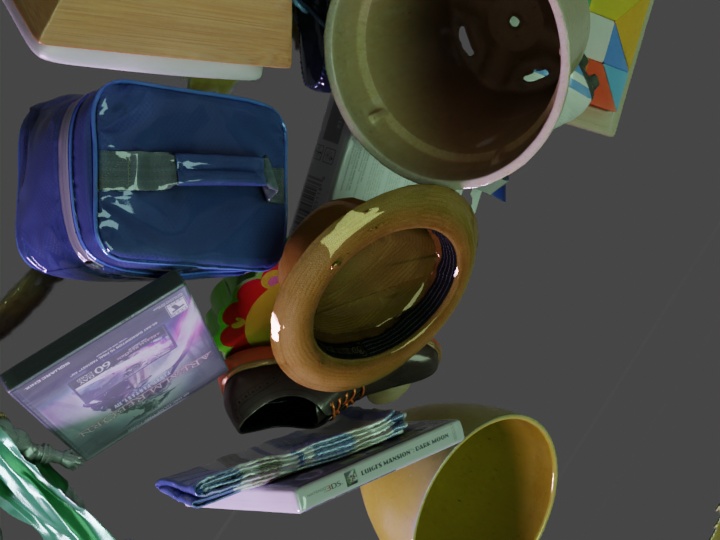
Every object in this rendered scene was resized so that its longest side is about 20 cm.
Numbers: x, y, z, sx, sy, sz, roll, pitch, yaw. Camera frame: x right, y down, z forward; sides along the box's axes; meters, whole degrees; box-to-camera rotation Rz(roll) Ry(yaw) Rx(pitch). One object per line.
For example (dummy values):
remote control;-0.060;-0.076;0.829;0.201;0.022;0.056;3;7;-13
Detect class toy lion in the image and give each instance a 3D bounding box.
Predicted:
toy lion;-0.043;0.047;1.097;0.189;0.069;0.202;-12;136;-18

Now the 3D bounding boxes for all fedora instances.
fedora;0.000;0.000;0.974;0.199;0.082;0.203;-25;137;-26

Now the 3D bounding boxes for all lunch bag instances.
lunch bag;-0.141;-0.061;0.920;0.198;0.131;0.138;0;88;-42

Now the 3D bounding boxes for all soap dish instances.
soap dish;-0.153;-0.210;0.855;0.198;0.158;0.082;-2;136;-41

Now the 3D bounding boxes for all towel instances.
towel;-0.070;0.156;1.066;0.198;0.147;0.024;-17;91;-21

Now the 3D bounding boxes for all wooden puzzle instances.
wooden puzzle;0.235;-0.243;1.272;0.198;0.037;0.188;7;101;-43

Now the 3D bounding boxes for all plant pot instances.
plant pot;0.099;-0.187;0.995;0.183;0.198;0.203;-35;131;-57
plant pot;0.079;0.214;1.239;0.198;0.141;0.203;-16;116;-36

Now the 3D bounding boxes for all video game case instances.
video game case;-0.179;0.078;0.947;0.142;0.019;0.200;-32;159;-9
video game case;-0.036;0.169;1.087;0.180;0.199;0.024;-18;93;-36

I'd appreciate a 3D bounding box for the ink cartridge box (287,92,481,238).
ink cartridge box;0.035;-0.082;1.156;0.199;0.050;0.164;10;99;-49

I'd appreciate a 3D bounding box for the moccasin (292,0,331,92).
moccasin;-0.042;-0.247;1.009;0.067;0.080;0.203;-3;95;-35

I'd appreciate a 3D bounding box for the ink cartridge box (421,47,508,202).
ink cartridge box;0.082;-0.136;1.111;0.199;0.039;0.101;17;65;-44

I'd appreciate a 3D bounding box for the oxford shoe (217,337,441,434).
oxford shoe;-0.021;0.102;1.068;0.197;0.073;0.072;-10;136;-8

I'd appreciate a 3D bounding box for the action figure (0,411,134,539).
action figure;-0.256;0.161;0.962;0.201;0.117;0.055;58;45;-30

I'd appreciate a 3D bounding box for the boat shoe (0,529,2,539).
boat shoe;-0.354;0.199;0.898;0.198;0.066;0.071;6;102;-43

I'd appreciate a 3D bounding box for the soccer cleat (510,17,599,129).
soccer cleat;0.150;-0.219;1.166;0.086;0.070;0.201;-38;112;-7
